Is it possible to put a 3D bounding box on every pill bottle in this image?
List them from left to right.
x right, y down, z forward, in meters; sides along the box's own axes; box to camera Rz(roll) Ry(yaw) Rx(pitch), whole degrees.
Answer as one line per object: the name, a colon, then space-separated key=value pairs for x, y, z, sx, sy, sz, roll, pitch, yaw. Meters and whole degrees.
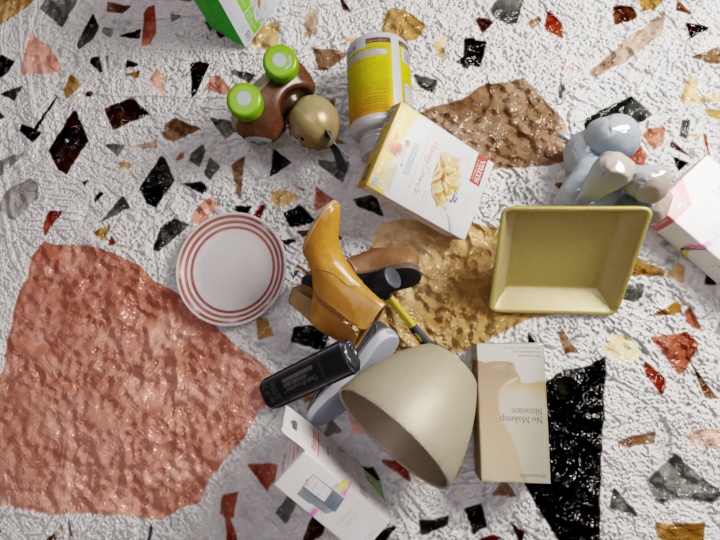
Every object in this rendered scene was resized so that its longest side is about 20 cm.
pill bottle: x=0.034 y=-0.284 z=0.859 sx=0.109 sy=0.109 sz=0.200 roll=-4 pitch=80 yaw=6

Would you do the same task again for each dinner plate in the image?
dinner plate: x=-0.224 y=-0.002 z=0.887 sx=0.200 sy=0.024 sz=0.201 roll=-1 pitch=80 yaw=6

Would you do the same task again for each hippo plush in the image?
hippo plush: x=0.381 y=-0.146 z=0.793 sx=0.159 sy=0.200 sz=0.161 roll=26 pitch=58 yaw=-17

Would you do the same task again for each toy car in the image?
toy car: x=-0.099 y=-0.239 z=0.852 sx=0.200 sy=0.164 sz=0.158 roll=42 pitch=87 yaw=-1

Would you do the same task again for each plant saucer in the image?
plant saucer: x=0.302 y=-0.022 z=0.768 sx=0.200 sy=0.200 sz=0.048 roll=1 pitch=39 yaw=6

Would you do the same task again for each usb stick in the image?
usb stick: x=-0.082 y=0.164 z=0.794 sx=0.200 sy=0.033 sz=0.056 roll=-31 pitch=81 yaw=31

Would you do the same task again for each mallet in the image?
mallet: x=0.083 y=0.077 z=0.796 sx=0.200 sy=0.041 sz=0.066 roll=45 pitch=128 yaw=-6

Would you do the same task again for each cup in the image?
cup: x=0.088 y=0.192 z=0.747 sx=0.200 sy=0.200 sz=0.143 roll=40 pitch=66 yaw=11

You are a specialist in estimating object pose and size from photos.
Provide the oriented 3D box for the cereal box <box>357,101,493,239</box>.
cereal box: x=0.109 y=-0.153 z=0.813 sx=0.200 sy=0.040 sz=0.144 roll=24 pitch=84 yaw=-24

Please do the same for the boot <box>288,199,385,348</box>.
boot: x=-0.021 y=0.011 z=0.764 sx=0.144 sy=0.071 sz=0.201 roll=30 pitch=116 yaw=17

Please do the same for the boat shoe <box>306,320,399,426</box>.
boat shoe: x=-0.024 y=0.159 z=0.817 sx=0.200 sy=0.070 sz=0.066 roll=-52 pitch=50 yaw=7

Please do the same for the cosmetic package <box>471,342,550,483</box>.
cosmetic package: x=0.225 y=0.211 z=0.771 sx=0.105 sy=0.071 sz=0.200 roll=-2 pitch=80 yaw=6

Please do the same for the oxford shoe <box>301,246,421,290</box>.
oxford shoe: x=0.000 y=0.000 z=0.848 sx=0.200 sy=0.071 sz=0.071 roll=-7 pitch=49 yaw=9

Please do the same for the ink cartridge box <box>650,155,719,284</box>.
ink cartridge box: x=0.556 y=-0.063 z=0.780 sx=0.116 sy=0.067 sz=0.200 roll=-42 pitch=77 yaw=-1

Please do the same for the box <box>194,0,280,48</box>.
box: x=-0.214 y=-0.532 z=0.885 sx=0.097 sy=0.200 sz=0.177 roll=33 pitch=87 yaw=11

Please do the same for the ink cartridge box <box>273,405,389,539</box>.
ink cartridge box: x=-0.057 y=0.299 z=0.742 sx=0.200 sy=0.117 sz=0.067 roll=42 pitch=90 yaw=-6
